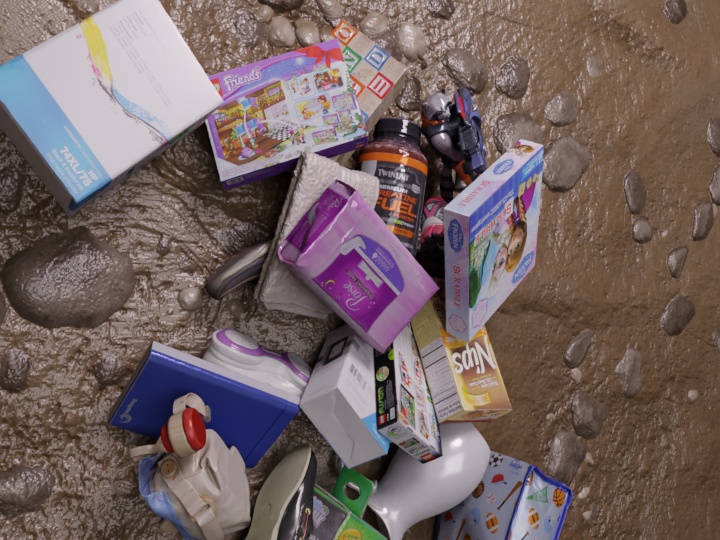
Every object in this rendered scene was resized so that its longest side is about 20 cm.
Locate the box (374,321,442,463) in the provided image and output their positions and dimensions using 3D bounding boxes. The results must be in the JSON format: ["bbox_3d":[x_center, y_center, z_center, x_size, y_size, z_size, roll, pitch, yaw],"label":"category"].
[{"bbox_3d":[0.063,0.147,0.910,0.110,0.034,0.204,44,31,-36],"label":"box"}]

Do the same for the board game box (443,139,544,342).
[{"bbox_3d":[0.183,-0.041,0.901,0.199,0.040,0.204,-41,138,-35],"label":"board game box"}]

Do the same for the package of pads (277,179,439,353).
[{"bbox_3d":[0.000,0.000,0.824,0.121,0.075,0.200,-48,124,-5],"label":"package of pads"}]

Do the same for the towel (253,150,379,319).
[{"bbox_3d":[-0.054,-0.040,0.850,0.130,0.034,0.206,13,99,-43],"label":"towel"}]

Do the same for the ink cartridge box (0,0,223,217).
[{"bbox_3d":[-0.285,-0.185,0.743,0.199,0.146,0.148,-41,106,-22],"label":"ink cartridge box"}]

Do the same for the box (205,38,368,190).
[{"bbox_3d":[-0.100,-0.200,0.845,0.194,0.039,0.141,-17,80,-4],"label":"box"}]

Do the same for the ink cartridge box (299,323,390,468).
[{"bbox_3d":[-0.002,0.150,0.902,0.117,0.066,0.201,54,26,-17],"label":"ink cartridge box"}]

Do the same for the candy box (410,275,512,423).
[{"bbox_3d":[0.138,0.114,0.957,0.113,0.055,0.205,10,55,-42],"label":"candy box"}]

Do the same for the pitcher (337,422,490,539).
[{"bbox_3d":[0.077,0.279,0.953,0.198,0.121,0.174,-38,100,-11],"label":"pitcher"}]

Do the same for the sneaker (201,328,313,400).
[{"bbox_3d":[-0.128,0.153,0.876,0.197,0.075,0.101,30,99,-27],"label":"sneaker"}]

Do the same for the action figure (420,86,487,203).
[{"bbox_3d":[0.136,-0.163,0.951,0.202,0.102,0.196,-83,151,-54],"label":"action figure"}]

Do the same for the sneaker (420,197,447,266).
[{"bbox_3d":[0.152,-0.036,0.994,0.200,0.079,0.077,43,39,-50],"label":"sneaker"}]

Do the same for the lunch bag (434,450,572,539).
[{"bbox_3d":[0.200,0.386,0.983,0.122,0.169,0.204,32,73,-23],"label":"lunch bag"}]

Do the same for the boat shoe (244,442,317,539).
[{"bbox_3d":[-0.091,0.303,0.799,0.063,0.073,0.203,47,33,-21],"label":"boat shoe"}]

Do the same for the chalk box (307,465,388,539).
[{"bbox_3d":[-0.048,0.358,0.857,0.202,0.123,0.124,-54,130,-17],"label":"chalk box"}]

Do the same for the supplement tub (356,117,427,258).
[{"bbox_3d":[0.039,-0.108,0.941,0.104,0.106,0.207,11,83,-27],"label":"supplement tub"}]

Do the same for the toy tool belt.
[{"bbox_3d":[-0.212,0.245,0.768,0.120,0.127,0.203,-18,134,0],"label":"toy tool belt"}]

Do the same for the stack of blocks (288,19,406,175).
[{"bbox_3d":[-0.040,-0.222,0.901,0.114,0.059,0.202,36,80,6],"label":"stack of blocks"}]

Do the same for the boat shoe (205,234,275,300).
[{"bbox_3d":[-0.109,-0.008,0.876,0.197,0.074,0.075,-32,103,-24],"label":"boat shoe"}]

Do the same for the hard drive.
[{"bbox_3d":[-0.190,0.172,0.811,0.196,0.026,0.133,26,119,-25],"label":"hard drive"}]
